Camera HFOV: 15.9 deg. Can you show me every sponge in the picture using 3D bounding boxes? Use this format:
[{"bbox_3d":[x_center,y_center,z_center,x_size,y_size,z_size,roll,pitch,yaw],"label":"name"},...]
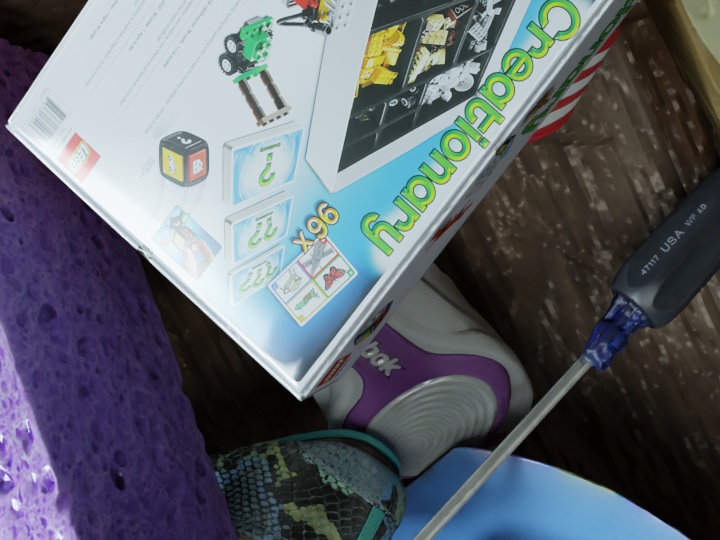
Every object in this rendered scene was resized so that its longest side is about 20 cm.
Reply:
[{"bbox_3d":[-0.100,0.016,0.824,0.030,0.112,0.200,-26,74,19],"label":"sponge"}]

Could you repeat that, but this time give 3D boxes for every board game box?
[{"bbox_3d":[-0.002,-0.077,0.741,0.126,0.035,0.200,43,113,10],"label":"board game box"},{"bbox_3d":[0.074,0.125,0.945,0.158,0.039,0.200,39,140,-5],"label":"board game box"}]

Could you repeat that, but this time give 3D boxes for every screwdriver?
[{"bbox_3d":[0.068,0.045,0.864,0.029,0.028,0.200,38,84,5],"label":"screwdriver"}]

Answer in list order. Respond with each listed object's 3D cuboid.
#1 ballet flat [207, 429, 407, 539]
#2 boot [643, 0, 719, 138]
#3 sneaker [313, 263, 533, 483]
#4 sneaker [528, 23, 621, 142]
[{"bbox_3d":[-0.071,0.101,0.912,0.200,0.074,0.074,-17,119,43],"label":"ballet flat"},{"bbox_3d":[0.172,-0.092,0.796,0.155,0.073,0.200,-31,135,4],"label":"boot"},{"bbox_3d":[0.000,0.000,0.883,0.075,0.100,0.200,-24,137,13],"label":"sneaker"},{"bbox_3d":[-0.014,-0.091,0.826,0.200,0.078,0.116,18,120,-1],"label":"sneaker"}]
